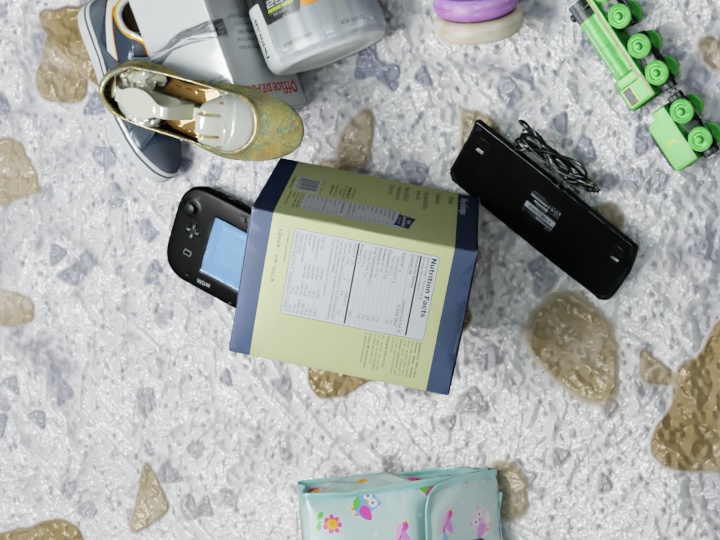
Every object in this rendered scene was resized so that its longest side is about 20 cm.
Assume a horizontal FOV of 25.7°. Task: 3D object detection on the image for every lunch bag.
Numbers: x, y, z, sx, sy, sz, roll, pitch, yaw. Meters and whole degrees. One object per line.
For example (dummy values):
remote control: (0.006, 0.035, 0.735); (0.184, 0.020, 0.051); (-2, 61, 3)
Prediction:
lunch bag: (0.044, 0.280, 1.533); (0.198, 0.122, 0.172); (-4, 90, -5)

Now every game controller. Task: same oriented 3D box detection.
game controller: (-0.106, -0.005, 1.602); (0.199, 0.042, 0.105); (27, 107, 17)

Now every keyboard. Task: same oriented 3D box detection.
keyboard: (0.182, -0.069, 1.487); (0.200, 0.040, 0.104); (40, 133, 11)

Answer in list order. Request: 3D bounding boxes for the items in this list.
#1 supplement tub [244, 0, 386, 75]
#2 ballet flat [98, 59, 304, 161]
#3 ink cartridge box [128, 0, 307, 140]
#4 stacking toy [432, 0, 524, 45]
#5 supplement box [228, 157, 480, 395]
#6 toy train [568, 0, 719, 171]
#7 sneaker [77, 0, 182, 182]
supplement tub: (-0.061, -0.297, 1.497); (0.122, 0.122, 0.202); (-20, 90, 23)
ballet flat: (-0.150, -0.142, 1.430); (0.199, 0.071, 0.071); (19, 105, 18)
ink cartridge box: (-0.144, -0.234, 1.526); (0.084, 0.146, 0.202); (-20, 91, 24)
stacking toy: (0.099, -0.309, 1.419); (0.085, 0.085, 0.202); (4, 118, 22)
supplement box: (0.000, 0.000, 1.443); (0.198, 0.200, 0.135); (11, 107, 1)
toy train: (0.255, -0.180, 1.431); (0.056, 0.042, 0.201); (-36, 83, 33)
sneaker: (-0.218, -0.193, 1.600); (0.079, 0.078, 0.201); (-25, 87, 29)
